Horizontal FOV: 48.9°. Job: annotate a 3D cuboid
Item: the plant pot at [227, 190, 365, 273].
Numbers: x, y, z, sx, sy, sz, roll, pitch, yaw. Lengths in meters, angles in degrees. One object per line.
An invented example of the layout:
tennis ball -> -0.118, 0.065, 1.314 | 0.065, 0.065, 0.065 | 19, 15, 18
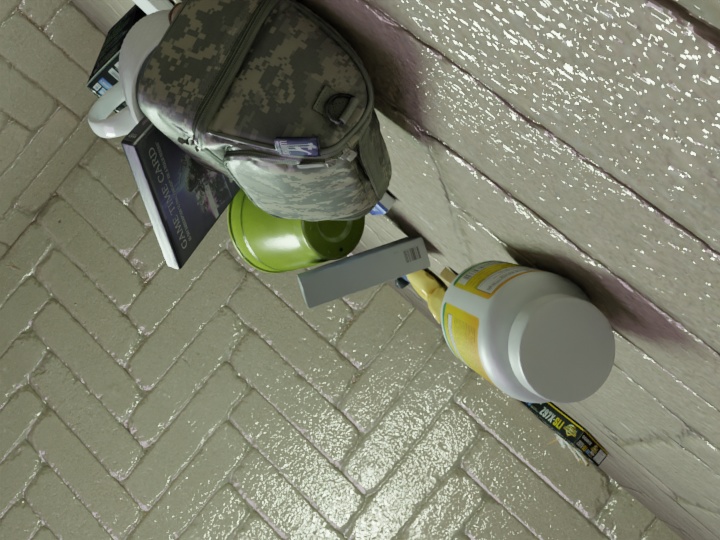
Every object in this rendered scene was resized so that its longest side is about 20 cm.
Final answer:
plant pot -> -0.094, -0.089, 1.342 | 0.200, 0.203, 0.191 | 41, 160, -32

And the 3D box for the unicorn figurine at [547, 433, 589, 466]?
unicorn figurine -> 0.584, 0.472, 2.179 | 0.138, 0.073, 0.201 | 51, 170, 34

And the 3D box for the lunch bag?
lunch bag -> -0.056, -0.122, 0.631 | 0.166, 0.141, 0.200 | 28, 175, 12

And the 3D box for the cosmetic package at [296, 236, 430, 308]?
cosmetic package -> 0.000, 0.000, 1.244 | 0.151, 0.196, 0.053 | -143, 35, -82

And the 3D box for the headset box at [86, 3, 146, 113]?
headset box -> -0.340, -0.323, 1.309 | 0.174, 0.092, 0.202 | 41, -153, -33

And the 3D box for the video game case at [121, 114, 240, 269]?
video game case -> -0.138, -0.122, 0.733 | 0.019, 0.202, 0.144 | 15, 141, 20

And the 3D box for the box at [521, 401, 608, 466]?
box -> 0.516, 0.398, 2.015 | 0.159, 0.050, 0.200 | 40, 179, -40

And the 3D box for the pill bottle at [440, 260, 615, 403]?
pill bottle -> 0.148, 0.054, 0.720 | 0.112, 0.113, 0.200 | 41, 178, -10

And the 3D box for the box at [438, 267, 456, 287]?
box -> 0.222, 0.084, 1.255 | 0.199, 0.021, 0.163 | 41, 178, 38

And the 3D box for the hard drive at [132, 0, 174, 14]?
hard drive -> -0.293, -0.377, 1.122 | 0.199, 0.027, 0.132 | 42, 178, -19

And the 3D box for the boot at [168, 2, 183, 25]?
boot -> -0.105, -0.204, 0.850 | 0.200, 0.071, 0.145 | 42, 172, -40

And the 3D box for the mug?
mug -> -0.245, -0.229, 0.970 | 0.176, 0.198, 0.149 | 49, 171, 52

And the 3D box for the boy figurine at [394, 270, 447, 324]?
boy figurine -> 0.130, 0.042, 1.544 | 0.124, 0.064, 0.200 | 46, 179, -38

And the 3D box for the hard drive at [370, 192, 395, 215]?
hard drive -> -0.041, -0.154, 1.107 | 0.199, 0.025, 0.132 | 42, 178, -7
